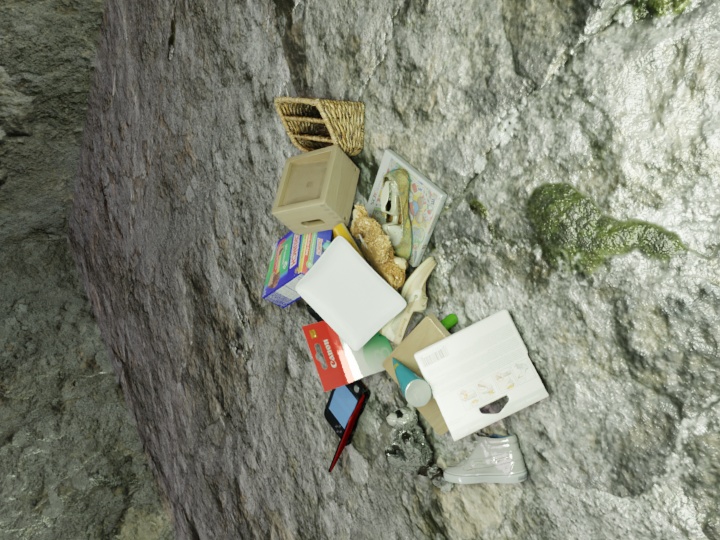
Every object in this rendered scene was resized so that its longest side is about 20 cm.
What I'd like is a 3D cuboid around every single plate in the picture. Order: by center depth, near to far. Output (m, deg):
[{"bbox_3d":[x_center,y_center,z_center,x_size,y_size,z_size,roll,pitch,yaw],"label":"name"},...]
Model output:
[{"bbox_3d":[-0.021,0.048,1.298,0.200,0.032,0.200,45,129,1],"label":"plate"}]

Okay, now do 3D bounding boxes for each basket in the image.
[{"bbox_3d":[-0.104,-0.338,1.460,0.198,0.147,0.146,21,113,45],"label":"basket"}]

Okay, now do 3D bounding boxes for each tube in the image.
[{"bbox_3d":[0.096,0.222,1.216,0.200,0.050,0.079,-172,61,-84],"label":"tube"}]

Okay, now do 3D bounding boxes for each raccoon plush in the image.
[{"bbox_3d":[0.134,0.404,1.406,0.096,0.134,0.200,-35,103,32],"label":"raccoon plush"}]

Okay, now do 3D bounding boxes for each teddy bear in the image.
[{"bbox_3d":[0.041,-0.054,1.305,0.201,0.066,0.146,55,164,29],"label":"teddy bear"}]

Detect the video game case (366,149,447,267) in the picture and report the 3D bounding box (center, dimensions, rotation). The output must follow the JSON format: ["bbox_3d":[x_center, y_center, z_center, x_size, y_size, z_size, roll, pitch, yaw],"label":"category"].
[{"bbox_3d":[0.092,-0.140,1.361,0.200,0.023,0.184,45,130,35],"label":"video game case"}]

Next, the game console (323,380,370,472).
[{"bbox_3d":[-0.060,0.378,1.579,0.172,0.117,0.202,45,128,35],"label":"game console"}]

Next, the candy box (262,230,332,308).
[{"bbox_3d":[-0.159,-0.020,1.546,0.199,0.076,0.172,-30,43,46],"label":"candy box"}]

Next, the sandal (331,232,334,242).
[{"bbox_3d":[-0.042,-0.028,1.522,0.080,0.053,0.202,-49,60,43],"label":"sandal"}]

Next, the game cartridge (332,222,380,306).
[{"bbox_3d":[0.000,0.000,1.396,0.202,0.032,0.176,61,176,8],"label":"game cartridge"}]

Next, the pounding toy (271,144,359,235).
[{"bbox_3d":[-0.107,-0.184,1.449,0.197,0.142,0.187,-7,59,34],"label":"pounding toy"}]

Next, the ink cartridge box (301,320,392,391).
[{"bbox_3d":[-0.022,0.175,1.427,0.050,0.198,0.163,-36,71,47],"label":"ink cartridge box"}]

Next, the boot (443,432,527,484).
[{"bbox_3d":[0.248,0.381,1.255,0.198,0.073,0.097,-19,77,42],"label":"boot"}]

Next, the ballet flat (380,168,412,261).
[{"bbox_3d":[0.073,-0.116,1.322,0.070,0.070,0.204,11,106,48],"label":"ballet flat"}]

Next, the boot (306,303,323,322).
[{"bbox_3d":[-0.066,0.157,1.578,0.198,0.072,0.165,6,117,65],"label":"boot"}]

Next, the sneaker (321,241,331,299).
[{"bbox_3d":[-0.047,0.029,1.361,0.202,0.090,0.078,62,173,-33],"label":"sneaker"}]

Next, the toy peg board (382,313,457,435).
[{"bbox_3d":[0.180,0.205,1.292,0.200,0.097,0.201,49,135,12],"label":"toy peg board"}]

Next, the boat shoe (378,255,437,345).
[{"bbox_3d":[0.115,0.065,1.317,0.064,0.072,0.202,33,95,12],"label":"boat shoe"}]

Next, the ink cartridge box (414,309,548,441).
[{"bbox_3d":[0.225,0.197,1.156,0.197,0.045,0.179,-26,77,4],"label":"ink cartridge box"}]
